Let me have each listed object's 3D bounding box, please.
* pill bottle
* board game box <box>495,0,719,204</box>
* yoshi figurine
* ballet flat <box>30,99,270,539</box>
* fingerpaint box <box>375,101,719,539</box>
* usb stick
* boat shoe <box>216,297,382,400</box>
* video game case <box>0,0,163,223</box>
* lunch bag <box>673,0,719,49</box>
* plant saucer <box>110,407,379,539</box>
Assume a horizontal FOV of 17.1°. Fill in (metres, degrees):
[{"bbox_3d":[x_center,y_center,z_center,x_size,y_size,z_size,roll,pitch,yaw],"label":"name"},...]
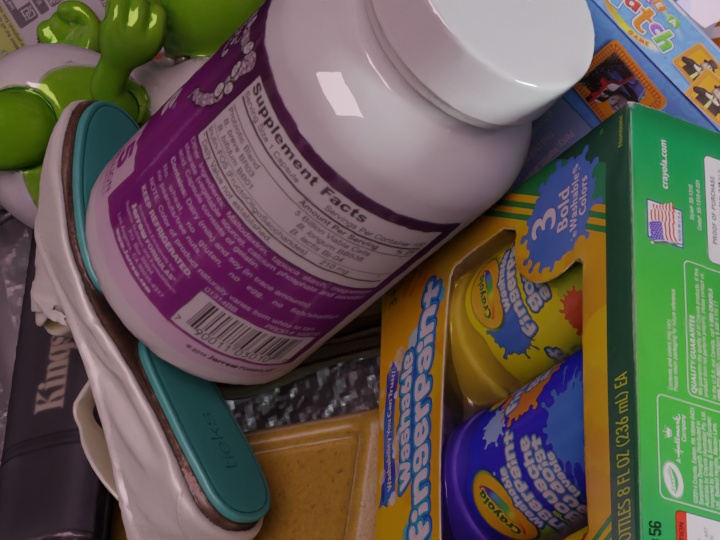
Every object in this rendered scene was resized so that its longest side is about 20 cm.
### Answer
[{"bbox_3d":[-0.008,-0.049,0.888,0.200,0.112,0.112,-40,65,40],"label":"pill bottle"},{"bbox_3d":[0.066,-0.065,0.931,0.200,0.151,0.037,47,50,5],"label":"board game box"},{"bbox_3d":[-0.112,-0.093,1.031,0.200,0.112,0.113,-13,56,-7],"label":"yoshi figurine"},{"bbox_3d":[-0.097,0.028,0.956,0.069,0.069,0.200,-24,69,7],"label":"ballet flat"},{"bbox_3d":[0.074,0.069,0.846,0.073,0.167,0.200,17,59,-25],"label":"fingerpaint box"},{"bbox_3d":[-0.124,0.048,1.015,0.055,0.033,0.200,-20,44,22],"label":"usb stick"},{"bbox_3d":[0.000,0.000,1.019,0.200,0.074,0.076,-24,72,7],"label":"boat shoe"},{"bbox_3d":[-0.181,-0.127,1.124,0.182,0.022,0.200,-34,71,3],"label":"video game case"},{"bbox_3d":[0.185,-0.133,0.964,0.076,0.160,0.200,37,87,19],"label":"lunch bag"},{"bbox_3d":[-0.054,0.138,0.951,0.200,0.048,0.200,-11,50,25],"label":"plant saucer"}]
